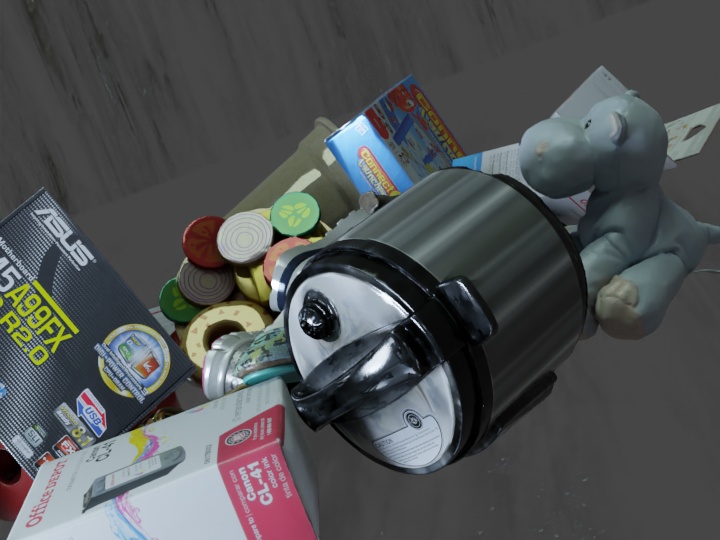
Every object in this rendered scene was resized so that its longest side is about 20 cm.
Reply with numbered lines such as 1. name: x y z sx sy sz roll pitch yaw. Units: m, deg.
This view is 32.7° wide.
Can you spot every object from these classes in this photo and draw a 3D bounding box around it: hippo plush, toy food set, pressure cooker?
1. hippo plush: 0.202 -0.049 0.974 0.197 0.163 0.160 -9 24 22
2. toy food set: -0.101 0.018 1.223 0.197 0.200 0.049 -23 -29 -3
3. pressure cooker: 0.041 0.041 0.859 0.177 0.178 0.199 26 43 32

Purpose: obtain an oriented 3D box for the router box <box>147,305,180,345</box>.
1. router box: -0.271 0.098 1.413 0.197 0.050 0.180 -16 14 21

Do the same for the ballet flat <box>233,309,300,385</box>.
1. ballet flat: -0.033 0.058 0.995 0.073 0.076 0.199 -11 -11 35

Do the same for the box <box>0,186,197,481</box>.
1. box: -0.259 0.060 1.017 0.160 0.201 0.044 -41 2 -16

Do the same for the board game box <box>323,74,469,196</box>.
1. board game box: 0.066 -0.093 1.301 0.056 0.201 0.196 -33 8 25

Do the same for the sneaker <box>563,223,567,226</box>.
1. sneaker: 0.115 -0.001 1.153 0.197 0.072 0.083 -20 7 -5

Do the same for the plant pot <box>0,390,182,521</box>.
1. plant pot: -0.281 0.102 1.135 0.197 0.185 0.201 -17 14 4

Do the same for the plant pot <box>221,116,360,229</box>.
1. plant pot: -0.065 -0.036 1.369 0.182 0.202 0.200 -34 15 -7

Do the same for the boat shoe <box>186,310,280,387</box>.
1. boat shoe: -0.092 0.064 1.261 0.198 0.072 0.062 -30 -28 -7

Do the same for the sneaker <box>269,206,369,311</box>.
1. sneaker: 0.000 0.000 1.137 0.080 0.078 0.199 17 32 28

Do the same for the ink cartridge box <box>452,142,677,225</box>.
1. ink cartridge box: 0.199 -0.078 1.211 0.198 0.069 0.115 -11 -27 39

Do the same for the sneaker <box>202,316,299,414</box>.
1. sneaker: -0.054 0.085 1.087 0.086 0.075 0.199 19 15 26

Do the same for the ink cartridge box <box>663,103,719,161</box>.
1. ink cartridge box: 0.315 -0.117 1.358 0.174 0.045 0.200 -15 15 31

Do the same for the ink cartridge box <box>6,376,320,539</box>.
1. ink cartridge box: -0.132 0.164 0.863 0.197 0.087 0.148 -19 14 0

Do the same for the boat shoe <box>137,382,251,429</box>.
1. boat shoe: -0.154 0.144 1.008 0.197 0.069 0.072 -21 15 8

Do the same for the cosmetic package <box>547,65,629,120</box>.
1. cosmetic package: 0.208 -0.131 1.297 0.083 0.051 0.200 -46 -4 -24

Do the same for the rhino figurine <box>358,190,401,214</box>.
1. rhino figurine: 0.088 -0.006 1.086 0.199 0.060 0.087 38 28 29
